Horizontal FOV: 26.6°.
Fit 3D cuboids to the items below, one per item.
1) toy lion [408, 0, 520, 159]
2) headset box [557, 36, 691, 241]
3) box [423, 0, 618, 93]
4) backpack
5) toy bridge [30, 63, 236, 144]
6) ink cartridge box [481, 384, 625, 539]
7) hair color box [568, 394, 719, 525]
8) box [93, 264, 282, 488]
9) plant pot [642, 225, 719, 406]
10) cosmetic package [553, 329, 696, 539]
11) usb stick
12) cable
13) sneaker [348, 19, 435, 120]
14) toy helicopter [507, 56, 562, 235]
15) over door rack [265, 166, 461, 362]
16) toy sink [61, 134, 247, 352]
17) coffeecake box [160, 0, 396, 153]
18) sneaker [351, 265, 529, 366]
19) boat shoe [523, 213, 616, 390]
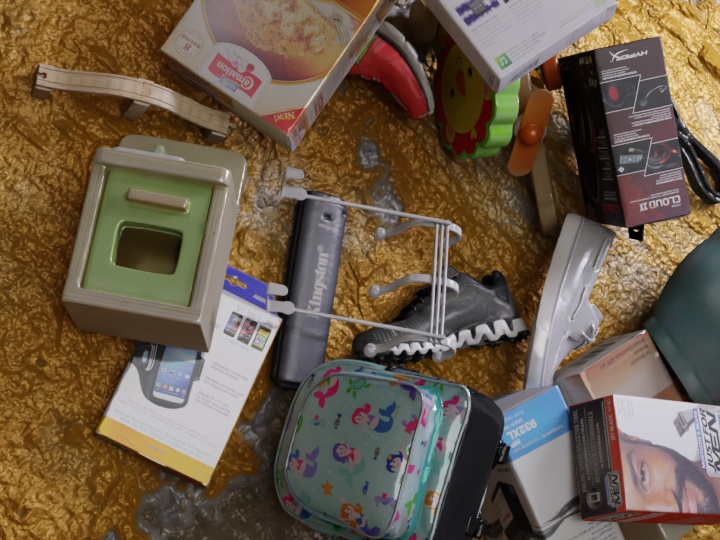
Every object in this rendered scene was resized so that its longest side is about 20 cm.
[{"bbox_3d":[0.119,-0.219,1.533,0.068,0.200,0.194,-4,64,-23],"label":"toy lion"},{"bbox_3d":[0.272,-0.131,1.568,0.074,0.149,0.203,-12,96,-5],"label":"headset box"},{"bbox_3d":[0.126,-0.284,1.436,0.144,0.036,0.201,-32,77,-13],"label":"box"},{"bbox_3d":[0.013,0.172,1.418,0.150,0.199,0.180,24,81,-49],"label":"backpack"},{"bbox_3d":[-0.213,-0.164,1.462,0.198,0.067,0.028,13,77,-18],"label":"toy bridge"},{"bbox_3d":[0.172,0.225,1.504,0.083,0.145,0.202,-24,90,-22],"label":"ink cartridge box"},{"bbox_3d":[0.295,0.186,1.472,0.198,0.064,0.112,8,70,-38],"label":"hair color box"},{"bbox_3d":[-0.159,0.091,1.452,0.118,0.041,0.202,27,71,-8],"label":"box"},{"bbox_3d":[0.381,0.071,1.598,0.133,0.200,0.201,-32,94,5],"label":"plant pot"},{"bbox_3d":[0.288,0.176,1.586,0.103,0.087,0.201,-30,93,-24],"label":"cosmetic package"},{"bbox_3d":[-0.051,0.022,1.512,0.055,0.033,0.203,13,77,-18],"label":"usb stick"},{"bbox_3d":[0.339,-0.155,1.695,0.199,0.050,0.098,37,60,-25],"label":"cable"},{"bbox_3d":[-0.007,-0.221,1.553,0.085,0.077,0.200,-42,87,-14],"label":"sneaker"},{"bbox_3d":[0.183,-0.132,1.584,0.078,0.132,0.202,-11,104,7],"label":"toy helicopter"},{"bbox_3d":[0.000,0.000,1.473,0.198,0.067,0.149,17,55,-18],"label":"over door rack"},{"bbox_3d":[-0.185,-0.043,1.402,0.129,0.112,0.202,10,72,2],"label":"toy sink"},{"bbox_3d":[-0.074,-0.244,1.482,0.153,0.073,0.201,33,83,6],"label":"coffeecake box"},{"bbox_3d":[0.075,0.043,1.542,0.198,0.066,0.092,-9,82,-25],"label":"sneaker"},{"bbox_3d":[0.216,0.042,1.563,0.068,0.072,0.202,16,69,6],"label":"boat shoe"}]
